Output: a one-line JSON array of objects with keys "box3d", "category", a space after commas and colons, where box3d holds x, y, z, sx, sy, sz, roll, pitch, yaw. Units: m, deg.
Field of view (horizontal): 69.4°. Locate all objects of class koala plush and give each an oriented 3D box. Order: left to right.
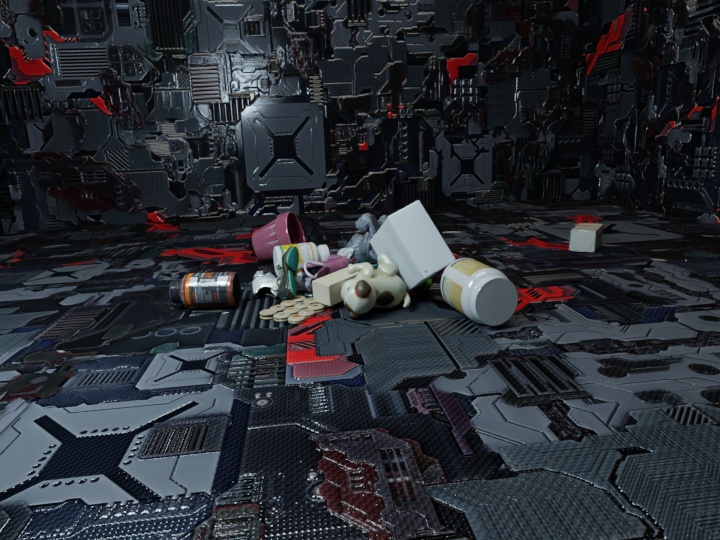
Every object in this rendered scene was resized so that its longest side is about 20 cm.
[{"box3d": [0.018, -0.084, 1.905, 0.198, 0.187, 0.176, -26, -14, 31], "category": "koala plush"}]

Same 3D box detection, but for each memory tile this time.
[{"box3d": [-0.184, 0.110, 1.510, 0.151, 0.017, 0.199, 5, 16, 28], "category": "memory tile"}]

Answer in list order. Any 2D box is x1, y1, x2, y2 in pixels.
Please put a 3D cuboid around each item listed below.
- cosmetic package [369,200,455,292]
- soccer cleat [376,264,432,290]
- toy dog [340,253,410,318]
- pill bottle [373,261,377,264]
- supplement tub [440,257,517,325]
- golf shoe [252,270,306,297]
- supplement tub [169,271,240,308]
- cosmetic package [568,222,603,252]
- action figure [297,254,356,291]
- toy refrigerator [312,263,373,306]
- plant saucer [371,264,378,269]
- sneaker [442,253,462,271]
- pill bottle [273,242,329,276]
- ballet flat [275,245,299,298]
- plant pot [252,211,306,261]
[{"box3d": [0.147, -0.061, 1.524, 0.122, 0.202, 0.200, -29, -7, -19], "category": "cosmetic package"}, {"box3d": [0.135, 0.015, 1.674, 0.197, 0.069, 0.081, 19, 16, 22], "category": "soccer cleat"}, {"box3d": [0.027, 0.065, 1.468, 0.198, 0.141, 0.194, -15, 56, -48], "category": "toy dog"}, {"box3d": [0.131, -0.094, 2.063, 0.112, 0.116, 0.199, 7, 17, 35], "category": "pill bottle"}, {"box3d": [0.310, 0.055, 1.372, 0.142, 0.148, 0.200, -6, 15, -14], "category": "supplement tub"}, {"box3d": [-0.250, 0.057, 1.672, 0.195, 0.079, 0.098, -2, 39, -1], "category": "golf shoe"}, {"box3d": [-0.469, 0.060, 1.571, 0.195, 0.109, 0.107, -2, 14, 0], "category": "supplement tub"}, {"box3d": [0.941, -0.141, 2.164, 0.102, 0.089, 0.199, 7, 17, 30], "category": "cosmetic package"}, {"box3d": [-0.098, -0.013, 1.640, 0.197, 0.150, 0.135, -21, 59, -18], "category": "action figure"}, {"box3d": [-0.048, 0.043, 1.574, 0.075, 0.071, 0.198, 12, 24, 40], "category": "toy refrigerator"}, {"box3d": [0.000, 0.000, 1.820, 0.195, 0.037, 0.200, -1, 2, 0], "category": "plant saucer"}, {"box3d": [0.286, -0.045, 1.921, 0.196, 0.080, 0.115, 3, 16, 18], "category": "sneaker"}, {"box3d": [-0.217, -0.044, 1.929, 0.196, 0.115, 0.113, -8, 15, -19], "category": "pill bottle"}, {"box3d": [-0.235, 0.004, 1.629, 0.067, 0.068, 0.203, -17, 44, 16], "category": "ballet flat"}, {"box3d": [-0.341, -0.122, 2.148, 0.176, 0.204, 0.200, -16, 11, 13], "category": "plant pot"}]
